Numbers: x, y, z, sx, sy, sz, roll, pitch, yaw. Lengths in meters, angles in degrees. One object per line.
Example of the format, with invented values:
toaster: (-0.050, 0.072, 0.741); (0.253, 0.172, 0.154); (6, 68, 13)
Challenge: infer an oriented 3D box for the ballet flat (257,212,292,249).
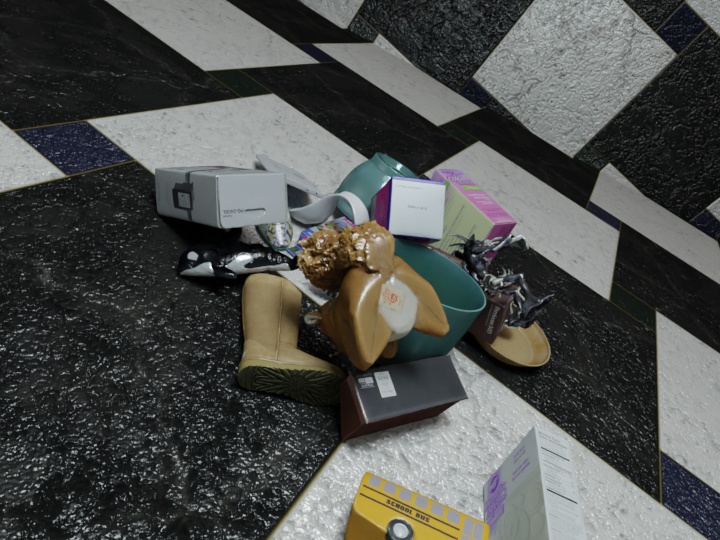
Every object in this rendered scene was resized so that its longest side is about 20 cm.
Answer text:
ballet flat: (-0.176, -0.129, 1.041); (0.071, 0.073, 0.202); (8, 39, -28)

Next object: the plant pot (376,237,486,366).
plant pot: (0.082, 0.069, 0.869); (0.196, 0.163, 0.202); (21, 24, -10)

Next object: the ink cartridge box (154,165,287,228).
ink cartridge box: (-0.239, -0.132, 0.907); (0.197, 0.086, 0.144); (13, 18, 40)

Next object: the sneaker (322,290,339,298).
sneaker: (0.000, 0.000, 0.969); (0.196, 0.079, 0.090); (5, 46, -33)

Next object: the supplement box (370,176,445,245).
supplement box: (0.081, -0.101, 0.991); (0.098, 0.106, 0.200); (5, -3, -8)

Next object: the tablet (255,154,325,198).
tablet: (-0.155, -0.207, 1.146); (0.128, 0.014, 0.200); (21, 15, -27)

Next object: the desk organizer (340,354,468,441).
desk organizer: (0.056, 0.185, 0.771); (0.196, 0.077, 0.073); (-1, 57, -38)

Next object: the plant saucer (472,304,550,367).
plant saucer: (0.293, 0.127, 1.078); (0.196, 0.036, 0.202); (20, 33, -14)

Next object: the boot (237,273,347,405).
boot: (-0.100, 0.095, 0.801); (0.171, 0.067, 0.202); (18, 33, -18)

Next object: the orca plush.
orca plush: (-0.192, -0.032, 0.845); (0.194, 0.073, 0.105); (2, 15, 4)

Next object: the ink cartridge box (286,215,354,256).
ink cartridge box: (-0.043, -0.046, 1.059); (0.119, 0.042, 0.199); (40, 36, 17)

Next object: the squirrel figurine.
squirrel figurine: (-0.007, 0.033, 0.735); (0.139, 0.186, 0.204); (-23, 92, -30)

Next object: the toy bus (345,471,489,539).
toy bus: (0.081, 0.314, 0.602); (0.196, 0.066, 0.078); (19, 30, 12)

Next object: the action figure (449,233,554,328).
action figure: (0.240, 0.000, 0.906); (0.100, 0.120, 0.201); (-25, 59, -18)

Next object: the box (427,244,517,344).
box: (0.188, 0.043, 1.010); (0.197, 0.102, 0.075); (26, 44, 22)

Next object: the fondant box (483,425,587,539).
fondant box: (0.211, 0.322, 0.653); (0.057, 0.146, 0.201); (24, 33, -2)

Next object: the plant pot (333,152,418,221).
plant pot: (0.053, -0.176, 1.182); (0.197, 0.136, 0.201); (27, 23, -12)

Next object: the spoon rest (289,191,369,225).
spoon rest: (-0.065, -0.126, 1.058); (0.197, 0.062, 0.098); (9, 20, 44)

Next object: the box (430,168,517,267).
box: (0.220, -0.098, 1.198); (0.095, 0.178, 0.201); (-8, 46, -42)

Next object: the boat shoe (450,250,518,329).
boat shoe: (0.252, 0.039, 1.079); (0.201, 0.064, 0.073); (41, 33, 17)
